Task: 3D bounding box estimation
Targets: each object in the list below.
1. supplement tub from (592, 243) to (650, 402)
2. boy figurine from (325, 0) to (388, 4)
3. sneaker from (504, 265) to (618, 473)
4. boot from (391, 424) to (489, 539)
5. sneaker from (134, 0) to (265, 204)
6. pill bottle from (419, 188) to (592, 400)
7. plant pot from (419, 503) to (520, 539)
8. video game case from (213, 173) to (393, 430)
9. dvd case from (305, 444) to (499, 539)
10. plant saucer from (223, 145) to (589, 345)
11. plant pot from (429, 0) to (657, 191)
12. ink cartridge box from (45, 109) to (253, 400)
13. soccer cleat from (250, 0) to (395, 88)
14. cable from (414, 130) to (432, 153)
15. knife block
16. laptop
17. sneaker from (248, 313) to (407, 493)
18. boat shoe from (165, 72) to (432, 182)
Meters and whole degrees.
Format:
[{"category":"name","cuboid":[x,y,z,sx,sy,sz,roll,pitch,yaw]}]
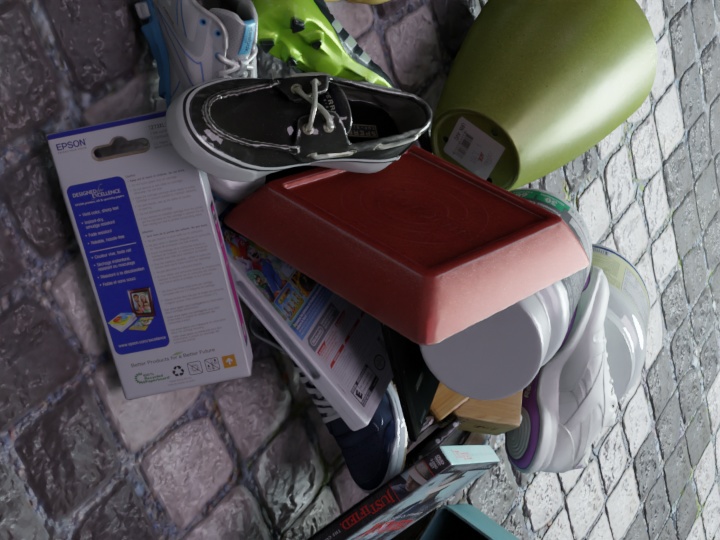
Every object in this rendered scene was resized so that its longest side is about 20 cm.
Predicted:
[{"category":"supplement tub","cuboid":[0.228,0.062,1.114,0.200,0.144,0.146,-44,130,-67]},{"category":"boy figurine","cuboid":[-0.031,-0.276,0.861,0.199,0.064,0.125,14,83,-51]},{"category":"sneaker","cuboid":[0.199,0.094,0.994,0.099,0.075,0.201,11,98,-25]},{"category":"boot","cuboid":[0.035,0.194,1.022,0.097,0.075,0.200,42,70,-17]},{"category":"sneaker","cuboid":[-0.102,-0.145,0.751,0.075,0.086,0.201,-26,104,-41]},{"category":"pill bottle","cuboid":[0.119,0.016,0.857,0.200,0.112,0.114,-50,133,-60]},{"category":"plant pot","cuboid":[0.121,0.316,1.030,0.142,0.141,0.200,-58,162,4]},{"category":"video game case","cuboid":[-0.038,0.008,0.835,0.200,0.018,0.143,51,35,-13]},{"category":"dvd case","cuboid":[0.015,0.208,0.884,0.200,0.022,0.146,-39,160,12]},{"category":"plant saucer","cuboid":[0.038,-0.035,0.767,0.199,0.199,0.037,-21,131,-43]},{"category":"plant pot","cuboid":[0.153,-0.163,1.002,0.200,0.186,0.188,-47,129,-36]},{"category":"ink cartridge box","cuboid":[-0.142,-0.011,0.739,0.037,0.094,0.201,-96,174,-67]},{"category":"soccer cleat","cuboid":[-0.026,-0.172,0.841,0.200,0.067,0.082,40,31,-54]},{"category":"cable","cuboid":[0.049,-0.074,0.978,0.201,0.050,0.097,63,37,-20]},{"category":"knife block","cuboid":[0.061,0.087,0.976,0.174,0.064,0.201,12,71,-10]},{"category":"laptop","cuboid":[0.000,0.000,0.865,0.188,0.115,0.201,-60,142,-52]},{"category":"sneaker","cuboid":[-0.028,0.083,0.871,0.108,0.070,0.201,13,60,-45]},{"category":"boat shoe","cuboid":[-0.036,-0.105,0.721,0.199,0.064,0.071,-7,76,-42]}]
